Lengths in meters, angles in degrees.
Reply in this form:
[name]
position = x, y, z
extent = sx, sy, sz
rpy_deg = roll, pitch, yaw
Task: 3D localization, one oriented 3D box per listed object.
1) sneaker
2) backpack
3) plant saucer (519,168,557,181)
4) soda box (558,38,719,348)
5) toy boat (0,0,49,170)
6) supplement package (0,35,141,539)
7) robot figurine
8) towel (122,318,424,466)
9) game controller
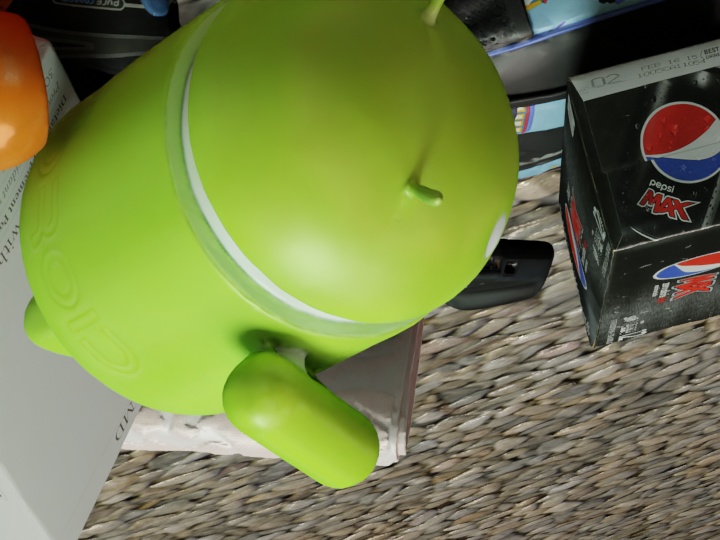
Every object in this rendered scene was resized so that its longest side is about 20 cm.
[sneaker]
position = -0.130, -0.063, 1.096
extent = 0.071, 0.083, 0.200
rpy_deg = -15, 168, -39
[backpack]
position = 0.068, -0.111, 1.044
extent = 0.200, 0.135, 0.183
rpy_deg = -18, 170, 5
[plant saucer]
position = 0.075, -0.084, 1.217
extent = 0.199, 0.037, 0.200
rpy_deg = -18, -164, 1
[soda box]
position = 0.112, -0.025, 1.015
extent = 0.071, 0.063, 0.200
rpy_deg = -14, 169, 0
[toy boat]
position = -0.127, -0.094, 0.894
extent = 0.200, 0.131, 0.131
rpy_deg = -21, 166, 11
[supplement package]
position = -0.160, 0.003, 1.037
extent = 0.119, 0.121, 0.200
rpy_deg = 16, 156, 19
[robot figurine]
position = -0.031, -0.024, 0.889
extent = 0.115, 0.176, 0.200
rpy_deg = 16, 153, -30
[towel]
position = -0.071, 0.014, 1.201
extent = 0.199, 0.191, 0.032
rpy_deg = 3, 125, 6
[game controller]
position = 0.000, 0.000, 1.071
extent = 0.104, 0.042, 0.200
rpy_deg = -15, 174, 23
